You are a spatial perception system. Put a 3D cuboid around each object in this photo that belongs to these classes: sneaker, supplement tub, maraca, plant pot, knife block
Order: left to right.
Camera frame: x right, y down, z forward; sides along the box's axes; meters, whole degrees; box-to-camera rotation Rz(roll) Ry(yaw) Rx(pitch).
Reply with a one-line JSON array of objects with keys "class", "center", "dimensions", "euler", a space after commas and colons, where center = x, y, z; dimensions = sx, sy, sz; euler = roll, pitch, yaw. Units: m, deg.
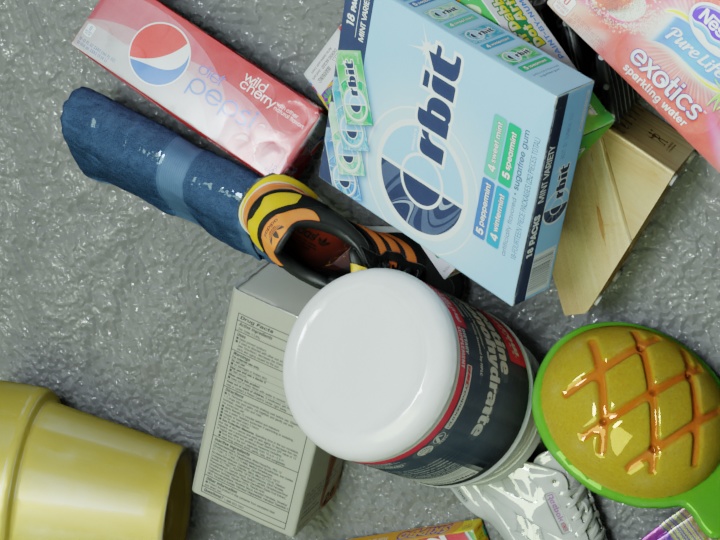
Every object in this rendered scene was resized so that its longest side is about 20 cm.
[{"class": "plant pot", "center": [-0.247, 0.202, 1.822], "dimensions": [0.188, 0.201, 0.202], "euler": [6, 115, 5]}, {"class": "sneaker", "center": [0.000, 0.000, 1.617], "dimensions": [0.199, 0.090, 0.070], "euler": [25, 108, -27]}, {"class": "supplement tub", "center": [0.045, 0.085, 1.590], "dimensions": [0.140, 0.200, 0.141], "euler": [-8, 74, 27]}, {"class": "sneaker", "center": [0.154, 0.191, 1.682], "dimensions": [0.200, 0.075, 0.100], "euler": [45, 124, 2]}, {"class": "knife block", "center": [0.146, -0.092, 1.571], "dimensions": [0.175, 0.064, 0.200], "euler": [34, 122, 9]}, {"class": "maraca", "center": [0.223, 0.117, 1.594], "dimensions": [0.199, 0.138, 0.107], "euler": [28, 162, 2]}]

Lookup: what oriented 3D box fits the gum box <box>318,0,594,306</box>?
[{"class": "gum box", "center": [0.062, -0.098, 1.502], "dimensions": [0.200, 0.044, 0.171], "euler": [34, 131, 32]}]

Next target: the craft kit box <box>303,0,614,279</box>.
[{"class": "craft kit box", "center": [0.066, -0.126, 1.551], "dimensions": [0.198, 0.048, 0.200], "euler": [53, 139, 11]}]

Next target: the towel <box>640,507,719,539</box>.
[{"class": "towel", "center": [0.270, 0.250, 1.645], "dimensions": [0.200, 0.023, 0.144], "euler": [-39, 96, 12]}]

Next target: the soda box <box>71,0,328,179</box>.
[{"class": "soda box", "center": [-0.122, -0.146, 1.662], "dimensions": [0.200, 0.063, 0.070], "euler": [34, 92, 9]}]

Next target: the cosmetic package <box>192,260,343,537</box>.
[{"class": "cosmetic package", "center": [-0.060, 0.101, 1.738], "dimensions": [0.103, 0.087, 0.201], "euler": [24, 121, 16]}]

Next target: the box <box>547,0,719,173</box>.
[{"class": "box", "center": [0.243, -0.162, 1.476], "dimensions": [0.200, 0.095, 0.103], "euler": [45, 122, 2]}]

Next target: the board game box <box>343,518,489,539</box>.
[{"class": "board game box", "center": [0.027, 0.270, 1.807], "dimensions": [0.199, 0.030, 0.096], "euler": [-12, 105, 32]}]

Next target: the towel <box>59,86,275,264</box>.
[{"class": "towel", "center": [-0.145, -0.073, 1.693], "dimensions": [0.199, 0.112, 0.049], "euler": [28, 76, 15]}]
